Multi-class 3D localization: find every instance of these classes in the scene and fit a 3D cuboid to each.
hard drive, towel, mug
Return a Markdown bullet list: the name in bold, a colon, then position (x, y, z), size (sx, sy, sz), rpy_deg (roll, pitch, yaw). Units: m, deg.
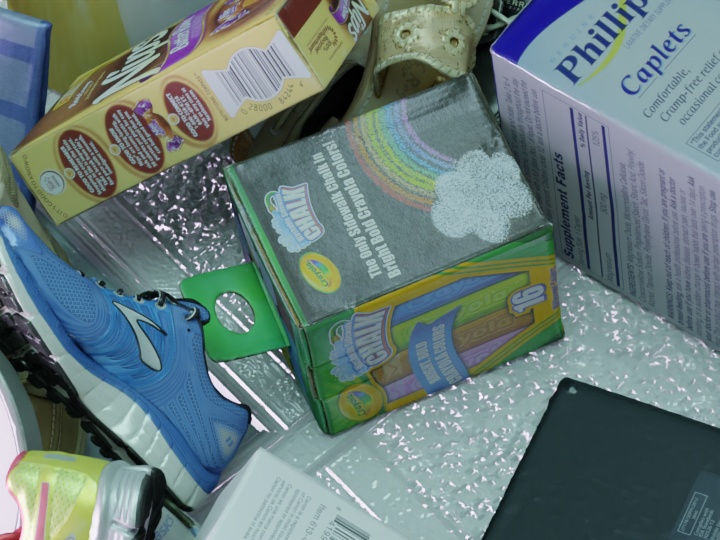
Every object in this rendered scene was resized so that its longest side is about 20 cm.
- **hard drive**: position (0.174, 0.148, 1.607), size (0.199, 0.033, 0.140), rpy_deg (19, 61, 19)
- **towel**: position (-0.277, -0.112, 1.786), size (0.199, 0.148, 0.024), rpy_deg (18, 29, 19)
- **mug**: position (-0.166, -0.194, 1.810), size (0.149, 0.153, 0.187), rpy_deg (21, 62, 20)

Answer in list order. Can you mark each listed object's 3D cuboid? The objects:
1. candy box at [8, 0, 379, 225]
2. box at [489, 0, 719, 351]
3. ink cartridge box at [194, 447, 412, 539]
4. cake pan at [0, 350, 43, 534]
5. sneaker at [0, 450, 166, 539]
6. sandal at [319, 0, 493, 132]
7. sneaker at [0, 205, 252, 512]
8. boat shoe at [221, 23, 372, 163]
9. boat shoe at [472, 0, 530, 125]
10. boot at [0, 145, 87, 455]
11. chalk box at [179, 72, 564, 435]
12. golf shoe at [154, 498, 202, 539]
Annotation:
- **candy box**: position (-0.096, -0.108, 1.706), size (0.199, 0.057, 0.117), rpy_deg (-27, 17, 28)
- **box**: position (0.185, -0.061, 1.654), size (0.200, 0.184, 0.105), rpy_deg (31, 66, 24)
- **ink cartridge box**: position (-0.009, 0.210, 1.516), size (0.200, 0.084, 0.145), rpy_deg (32, 63, -3)
- **cake pan**: position (-0.252, 0.106, 1.622), size (0.199, 0.037, 0.201), rpy_deg (4, 97, 31)
- **sneaker**: position (-0.165, 0.174, 1.549), size (0.090, 0.201, 0.078), rpy_deg (19, 25, 4)
- **sandal**: position (0.038, -0.112, 1.724), size (0.212, 0.077, 0.070), rpy_deg (-63, 32, 7)
- **sneaker**: position (-0.136, 0.036, 1.608), size (0.089, 0.200, 0.078), rpy_deg (-48, 21, -20)
- **boat shoe**: position (0.001, -0.127, 1.795), size (0.200, 0.075, 0.068), rpy_deg (-39, 60, -5)
- **boat shoe**: position (0.093, -0.147, 1.797), size (0.070, 0.064, 0.201), rpy_deg (17, 60, 18)
- **boot**: position (-0.207, 0.027, 1.662), size (0.072, 0.156, 0.201), rpy_deg (-8, 54, 9)
- **chalk box**: position (0.000, 0.000, 1.677), size (0.199, 0.124, 0.125), rpy_deg (-22, 57, -6)
- **golf shoe**: position (-0.096, 0.171, 1.590), size (0.199, 0.097, 0.078), rpy_deg (26, 61, 21)
